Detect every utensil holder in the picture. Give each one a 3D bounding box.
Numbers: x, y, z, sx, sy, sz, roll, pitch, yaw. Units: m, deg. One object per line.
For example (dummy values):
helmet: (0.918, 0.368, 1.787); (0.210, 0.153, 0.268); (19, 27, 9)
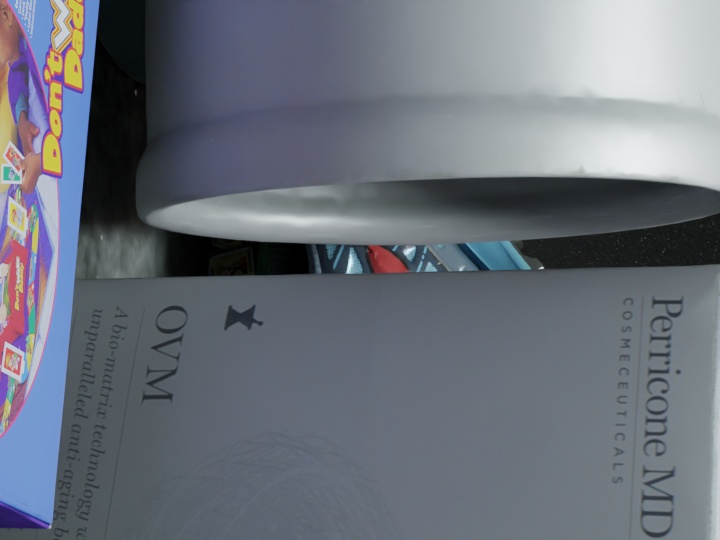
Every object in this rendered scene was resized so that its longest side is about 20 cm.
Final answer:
utensil holder: (0.019, -0.114, 0.635); (0.170, 0.169, 0.201); (18, 69, -74)

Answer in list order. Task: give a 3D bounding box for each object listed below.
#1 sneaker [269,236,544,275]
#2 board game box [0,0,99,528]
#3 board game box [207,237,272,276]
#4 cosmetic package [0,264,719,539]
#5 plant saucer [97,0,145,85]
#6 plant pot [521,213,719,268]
sneaker: (0.009, 0.016, 0.751); (0.200, 0.095, 0.079); (57, -15, -2)
board game box: (-0.104, -0.053, 0.495); (0.134, 0.045, 0.201); (48, 43, -68)
board game box: (-0.036, 0.081, 0.788); (0.105, 0.023, 0.201); (48, 44, -65)
cosmetic package: (0.006, 0.113, 0.602); (0.123, 0.199, 0.200); (62, 30, -60)
plant saucer: (-0.056, -0.159, 0.718); (0.200, 0.027, 0.201); (0, 90, -75)
plant pot: (0.133, -0.023, 0.908); (0.200, 0.176, 0.201); (99, -9, -67)
